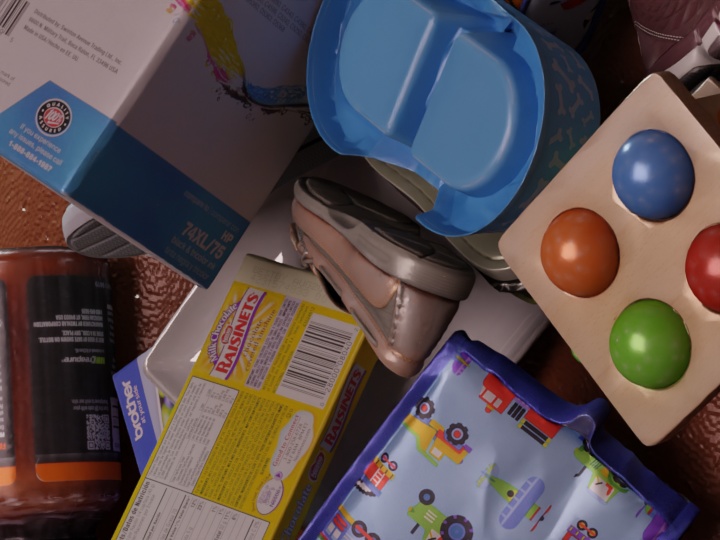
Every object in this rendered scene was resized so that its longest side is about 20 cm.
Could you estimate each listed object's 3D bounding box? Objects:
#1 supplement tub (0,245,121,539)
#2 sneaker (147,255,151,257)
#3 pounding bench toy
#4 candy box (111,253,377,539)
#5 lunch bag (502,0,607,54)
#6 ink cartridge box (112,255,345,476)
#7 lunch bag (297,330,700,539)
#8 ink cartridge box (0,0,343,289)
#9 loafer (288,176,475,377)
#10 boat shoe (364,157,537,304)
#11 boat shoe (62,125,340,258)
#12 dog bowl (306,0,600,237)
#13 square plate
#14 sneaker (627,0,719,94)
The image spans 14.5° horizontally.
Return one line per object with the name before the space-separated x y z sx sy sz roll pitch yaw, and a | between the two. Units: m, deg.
supplement tub | -0.202 0.090 1.741 0.107 0.107 0.201 -10 80 45
sneaker | -0.063 -0.082 1.638 0.090 0.078 0.201 34 118 32
pounding bench toy | 0.146 0.011 1.336 0.124 0.156 0.200 53 125 17
candy box | -0.061 0.093 1.523 0.102 0.026 0.201 15 75 39
lunch bag | 0.055 -0.202 1.476 0.200 0.075 0.160 56 155 22
ink cartridge box | -0.080 0.087 1.666 0.200 0.042 0.120 -35 64 41
lunch bag | 0.064 0.135 1.426 0.150 0.094 0.200 39 124 6
ink cartridge box | -0.108 -0.126 1.485 0.147 0.146 0.200 32 87 35
loafer | 0.000 0.000 1.464 0.063 0.072 0.200 -70 20 7
boat shoe | 0.055 -0.052 1.471 0.072 0.061 0.201 -41 46 8
boat shoe | -0.081 -0.071 1.581 0.199 0.074 0.067 -23 59 19
dog bowl | 0.047 -0.088 1.396 0.200 0.049 0.112 42 115 49
square plate | -0.003 0.035 1.562 0.198 0.028 0.200 42 103 30
sneaker | 0.192 -0.170 1.374 0.200 0.075 0.116 -40 58 38
